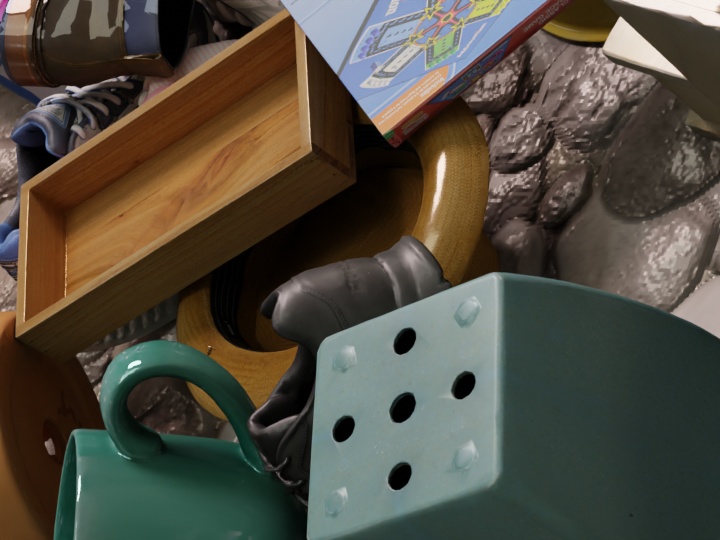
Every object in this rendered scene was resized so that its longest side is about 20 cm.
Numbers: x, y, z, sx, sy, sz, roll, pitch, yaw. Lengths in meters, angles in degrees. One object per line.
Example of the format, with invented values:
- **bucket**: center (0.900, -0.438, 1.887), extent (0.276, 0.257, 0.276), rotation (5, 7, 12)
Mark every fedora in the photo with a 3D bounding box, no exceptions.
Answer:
- **fedora**: center (0.000, 0.000, 1.180), extent (0.200, 0.082, 0.201), rotation (-27, 48, 34)

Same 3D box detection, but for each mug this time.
- **mug**: center (-0.077, 0.141, 1.096), extent (0.185, 0.114, 0.152), rotation (108, 164, -49)

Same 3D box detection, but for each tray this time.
- **tray**: center (-0.088, -0.042, 1.207), extent (0.200, 0.037, 0.099), rotation (-30, 45, 29)

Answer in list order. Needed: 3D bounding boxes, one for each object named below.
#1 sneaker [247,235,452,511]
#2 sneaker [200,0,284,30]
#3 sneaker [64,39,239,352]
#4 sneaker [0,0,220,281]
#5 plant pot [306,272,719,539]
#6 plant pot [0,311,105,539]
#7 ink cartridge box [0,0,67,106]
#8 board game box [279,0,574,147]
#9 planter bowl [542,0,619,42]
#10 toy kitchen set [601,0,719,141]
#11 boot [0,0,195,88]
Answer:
- **sneaker**: center (-0.002, 0.085, 1.063), extent (0.076, 0.091, 0.200), rotation (-144, 46, -67)
- **sneaker**: center (-0.051, -0.164, 1.344), extent (0.200, 0.081, 0.075), rotation (26, 82, 48)
- **sneaker**: center (-0.107, -0.046, 1.325), extent (0.200, 0.075, 0.105), rotation (-41, 40, 13)
- **sneaker**: center (-0.145, -0.075, 1.372), extent (0.077, 0.085, 0.200), rotation (7, 69, 47)
- **plant pot**: center (0.078, 0.093, 0.948), extent (0.141, 0.200, 0.142), rotation (-21, 51, 33)
- **plant pot**: center (-0.215, 0.105, 1.251), extent (0.140, 0.200, 0.200), rotation (-18, 51, 16)
- **ink cartridge box**: center (-0.208, -0.190, 1.521), extent (0.137, 0.076, 0.200), rotation (-55, 38, 1)
- **board game box**: center (0.063, -0.157, 1.134), extent (0.200, 0.019, 0.103), rotation (-39, 63, 5)
- **planter bowl**: center (0.125, -0.219, 1.202), extent (0.200, 0.083, 0.201), rotation (-24, 49, 31)
- **toy kitchen set**: center (0.203, -0.141, 1.010), extent (0.200, 0.163, 0.181), rotation (26, 84, 49)
- **boot**: center (-0.121, -0.188, 1.340), extent (0.097, 0.075, 0.200), rotation (7, 73, 26)
